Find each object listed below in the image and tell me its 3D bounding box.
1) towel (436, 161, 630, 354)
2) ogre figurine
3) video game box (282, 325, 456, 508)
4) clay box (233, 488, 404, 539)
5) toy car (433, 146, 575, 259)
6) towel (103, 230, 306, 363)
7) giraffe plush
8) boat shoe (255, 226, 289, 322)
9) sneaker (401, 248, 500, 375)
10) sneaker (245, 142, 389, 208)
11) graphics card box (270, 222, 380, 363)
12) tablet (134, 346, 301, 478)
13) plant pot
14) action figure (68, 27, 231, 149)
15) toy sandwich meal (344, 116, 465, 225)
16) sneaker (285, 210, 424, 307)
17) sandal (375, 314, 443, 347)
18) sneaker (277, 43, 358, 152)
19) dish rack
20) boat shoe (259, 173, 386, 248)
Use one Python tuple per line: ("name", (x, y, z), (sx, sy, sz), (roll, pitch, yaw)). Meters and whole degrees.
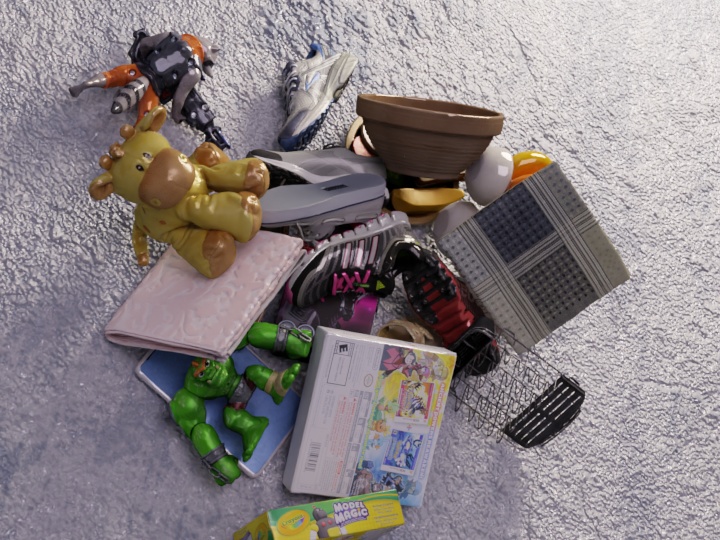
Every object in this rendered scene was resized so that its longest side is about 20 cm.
("towel", (0.228, -0.014, 1.732), (0.191, 0.035, 0.201), (-34, 107, 6))
("ogre figurine", (-0.152, 0.141, 1.570), (0.119, 0.202, 0.098), (29, 12, -1))
("video game box", (0.012, 0.181, 1.628), (0.180, 0.047, 0.203), (12, 96, -21))
("clay box", (-0.061, 0.304, 1.548), (0.197, 0.115, 0.048), (-3, 68, -30))
("toy car", (0.211, -0.057, 1.805), (0.173, 0.202, 0.150), (20, 23, -28))
("towel", (-0.185, 0.023, 1.590), (0.201, 0.189, 0.033), (-55, 139, -35))
("giraffe plush", (-0.227, -0.104, 1.563), (0.162, 0.197, 0.175), (53, 44, -54))
("boat shoe", (-0.135, -0.006, 1.672), (0.075, 0.074, 0.202), (22, 57, -19))
("sneaker", (0.119, 0.044, 1.770), (0.201, 0.070, 0.098), (53, 22, -21))
("sneaker", (-0.057, -0.133, 1.768), (0.197, 0.074, 0.080), (10, 63, -13))
("graphics card box", (-0.035, 0.026, 1.706), (0.124, 0.051, 0.202), (14, 61, 3))
("tablet", (-0.168, 0.145, 1.626), (0.200, 0.014, 0.130), (43, 55, -5))
("plant pot", (0.087, -0.176, 1.761), (0.198, 0.200, 0.094), (1, 105, -27))
("action figure", (-0.246, -0.228, 1.704), (0.200, 0.105, 0.194), (45, 65, 0))
("toy sandwich meal", (0.074, -0.158, 1.859), (0.202, 0.070, 0.208), (12, 63, -23))
("sneaker", (0.000, 0.000, 1.652), (0.198, 0.074, 0.088), (-28, 61, -26))
("sandal", (0.046, 0.103, 1.725), (0.210, 0.070, 0.078), (-21, 78, -34))
("sneaker", (-0.079, -0.240, 1.824), (0.084, 0.077, 0.201), (30, 49, -1))
("dish rack", (0.187, 0.159, 1.730), (0.199, 0.154, 0.055), (36, 37, -9))
("boat shoe", (-0.055, -0.064, 1.677), (0.200, 0.074, 0.087), (-16, 120, -37))
